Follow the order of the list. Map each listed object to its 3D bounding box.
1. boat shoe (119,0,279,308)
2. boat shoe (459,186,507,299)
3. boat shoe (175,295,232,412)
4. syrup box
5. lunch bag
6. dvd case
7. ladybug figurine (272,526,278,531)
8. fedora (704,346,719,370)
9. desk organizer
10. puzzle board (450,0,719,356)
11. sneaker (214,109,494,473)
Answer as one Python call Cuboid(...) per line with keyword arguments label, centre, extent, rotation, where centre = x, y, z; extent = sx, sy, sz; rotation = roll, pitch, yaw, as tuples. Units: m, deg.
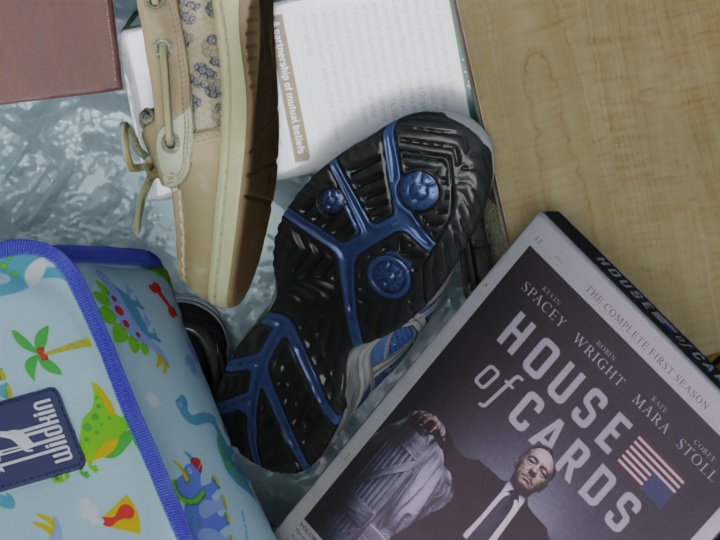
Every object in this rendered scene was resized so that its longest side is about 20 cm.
Cuboid(label="boat shoe", centre=(-0.069, -0.085, 1.035), extent=(0.063, 0.073, 0.200), rotation=(0, 92, 7))
Cuboid(label="boat shoe", centre=(0.077, 0.029, 1.146), extent=(0.065, 0.073, 0.200), rotation=(5, 114, 25))
Cuboid(label="boat shoe", centre=(-0.099, 0.111, 1.154), extent=(0.069, 0.057, 0.200), rotation=(8, 95, -3))
Cuboid(label="syrup box", centre=(0.000, -0.092, 1.105), extent=(0.200, 0.079, 0.082), rotation=(-10, 104, 2))
Cuboid(label="lunch bag", centre=(-0.137, 0.082, 1.029), extent=(0.127, 0.200, 0.170), rotation=(-31, 75, 25))
Cuboid(label="dvd case", centre=(0.068, 0.098, 1.049), extent=(0.150, 0.025, 0.200), rotation=(46, 111, 21))
Cuboid(label="ladybug figurine", centre=(-0.003, 0.203, 1.171), extent=(0.136, 0.072, 0.200), rotation=(0, 112, 30))
Cuboid(label="fedora", centre=(0.200, 0.085, 1.134), extent=(0.200, 0.082, 0.201), rotation=(0, 82, -3))
Cuboid(label="desk organizer", centre=(-0.156, -0.171, 1.076), extent=(0.077, 0.072, 0.200), rotation=(-8, 99, -11))
Cuboid(label="puzzle board", centre=(0.128, -0.058, 1.069), extent=(0.151, 0.017, 0.200), rotation=(-15, 105, -6))
Cuboid(label="sneaker", centre=(0.000, 0.000, 1.101), extent=(0.076, 0.077, 0.200), rotation=(39, 126, 5))
